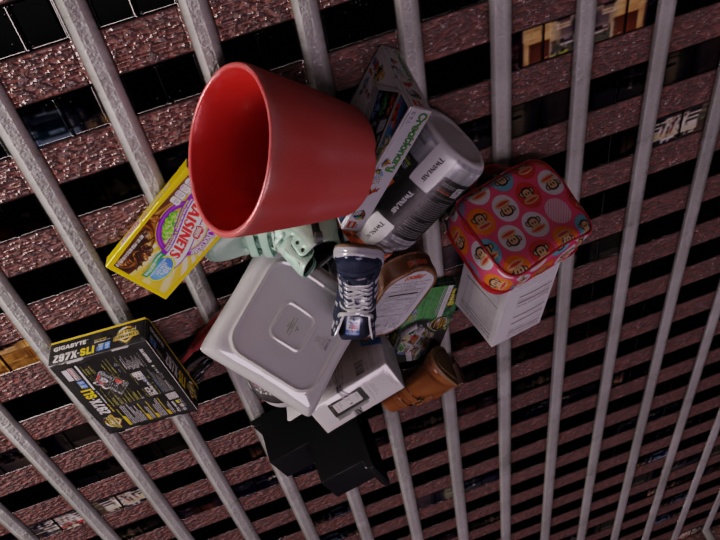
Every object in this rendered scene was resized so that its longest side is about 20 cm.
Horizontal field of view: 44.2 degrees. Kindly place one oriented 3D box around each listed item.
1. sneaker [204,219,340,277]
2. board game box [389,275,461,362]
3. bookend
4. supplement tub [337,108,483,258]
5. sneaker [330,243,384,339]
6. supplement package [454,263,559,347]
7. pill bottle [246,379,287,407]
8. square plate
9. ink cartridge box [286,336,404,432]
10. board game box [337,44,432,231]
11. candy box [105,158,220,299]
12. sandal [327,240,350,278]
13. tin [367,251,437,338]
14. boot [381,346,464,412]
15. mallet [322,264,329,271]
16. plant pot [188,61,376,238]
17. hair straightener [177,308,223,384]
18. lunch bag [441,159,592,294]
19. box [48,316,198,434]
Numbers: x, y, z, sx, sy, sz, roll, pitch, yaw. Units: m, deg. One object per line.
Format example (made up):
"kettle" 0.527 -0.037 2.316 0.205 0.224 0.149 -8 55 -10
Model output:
"sneaker" -0.123 -0.035 1.225 0.198 0.119 0.074 -22 144 0
"board game box" 0.111 0.089 1.563 0.103 0.024 0.202 -4 138 -21
"bookend" -0.074 0.327 1.601 0.197 0.202 0.092 -29 141 6
"supplement tub" 0.065 -0.114 1.226 0.122 0.124 0.200 20 124 -41
"sneaker" -0.006 0.034 1.213 0.069 0.111 0.200 5 166 0
"supplement package" 0.240 0.007 1.445 0.108 0.114 0.202 -23 145 -23
"pill bottle" -0.132 0.143 1.408 0.115 0.118 0.201 -17 155 -7
"square plate" -0.100 0.079 1.289 0.197 0.028 0.202 34 77 -17
"ink cartridge box" -0.031 0.195 1.528 0.198 0.117 0.068 -31 120 11
"board game box" 0.012 -0.167 1.136 0.034 0.127 0.201 7 133 -31
"candy box" -0.249 -0.052 1.200 0.101 0.027 0.200 30 119 -30
"sandal" 0.000 0.000 1.395 0.075 0.043 0.200 -29 152 8
"tin" 0.051 0.044 1.426 0.111 0.042 0.201 -11 149 -36
"boot" 0.105 0.212 1.637 0.153 0.075 0.200 -24 156 10
"mallet" -0.127 0.044 1.387 0.065 0.042 0.200 17 132 -42
"plant pot" -0.088 -0.140 1.080 0.175 0.202 0.201 0 137 -38
"hair straightener" -0.248 0.144 1.418 0.076 0.041 0.200 31 119 -26
"lunch bag" 0.225 -0.077 1.308 0.198 0.177 0.082 -26 163 -26
"box" -0.359 0.166 1.366 0.157 0.050 0.201 -14 137 8
